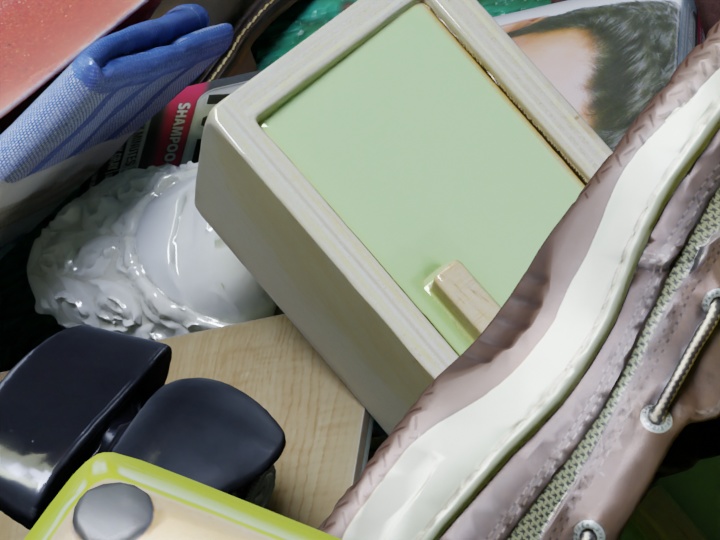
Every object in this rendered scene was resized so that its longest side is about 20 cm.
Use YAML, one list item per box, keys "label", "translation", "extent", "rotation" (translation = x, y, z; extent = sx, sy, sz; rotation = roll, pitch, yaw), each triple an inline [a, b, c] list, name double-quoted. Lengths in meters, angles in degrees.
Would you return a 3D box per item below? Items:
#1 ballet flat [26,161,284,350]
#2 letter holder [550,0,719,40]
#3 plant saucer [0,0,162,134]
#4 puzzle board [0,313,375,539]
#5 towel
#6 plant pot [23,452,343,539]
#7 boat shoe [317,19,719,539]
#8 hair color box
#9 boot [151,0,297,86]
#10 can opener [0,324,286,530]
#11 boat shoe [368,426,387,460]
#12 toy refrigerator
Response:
- label: "ballet flat"
  translation: [0.000, 0.000, 0.814]
  extent: [0.199, 0.072, 0.072]
  rotation: [13, 47, 12]
- label: "letter holder"
  translation: [0.135, -0.130, 0.901]
  extent: [0.100, 0.143, 0.200]
  rotation: [-36, 38, -16]
- label: "plant saucer"
  translation: [-0.162, -0.015, 0.917]
  extent: [0.200, 0.037, 0.200]
  rotation: [-40, 0, -23]
- label: "puzzle board"
  translation: [-0.070, 0.103, 0.754]
  extent: [0.150, 0.017, 0.201]
  rotation: [-12, 49, 26]
- label: "towel"
  translation: [-0.128, -0.005, 0.860]
  extent: [0.200, 0.024, 0.147]
  rotation: [-41, 0, 16]
- label: "plant pot"
  translation: [-0.011, 0.162, 0.542]
  extent: [0.198, 0.182, 0.200]
  rotation: [21, 56, 23]
- label: "boat shoe"
  translation: [0.070, 0.021, 0.657]
  extent: [0.075, 0.075, 0.203]
  rotation: [37, 82, 10]
- label: "hair color box"
  translation: [0.011, -0.021, 0.906]
  extent: [0.199, 0.061, 0.099]
  rotation: [-11, 38, 17]
- label: "boot"
  translation: [-0.062, -0.133, 1.056]
  extent: [0.074, 0.097, 0.200]
  rotation: [-7, 40, 22]
- label: "can opener"
  translation: [-0.070, 0.085, 0.670]
  extent: [0.078, 0.064, 0.200]
  rotation: [10, 34, 13]
- label: "boat shoe"
  translation: [-0.001, 0.084, 0.779]
  extent: [0.073, 0.063, 0.201]
  rotation: [-27, 36, -4]
- label: "toy refrigerator"
  translation: [0.050, 0.023, 0.727]
  extent: [0.076, 0.070, 0.200]
  rotation: [-37, 78, -17]
